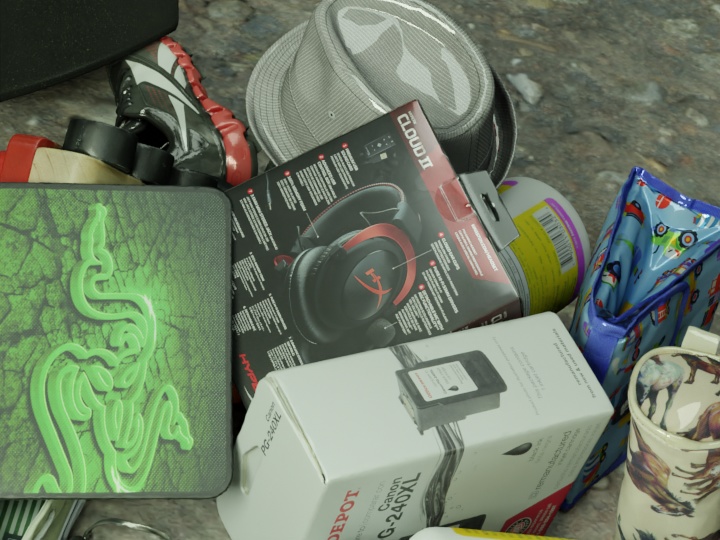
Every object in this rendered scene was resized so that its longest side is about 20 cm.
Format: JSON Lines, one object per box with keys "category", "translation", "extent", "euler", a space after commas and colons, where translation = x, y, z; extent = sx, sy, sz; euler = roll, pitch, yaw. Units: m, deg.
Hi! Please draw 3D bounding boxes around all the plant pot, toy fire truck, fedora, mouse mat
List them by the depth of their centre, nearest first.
{"category": "mouse mat", "translation": [-0.154, 0.038, 1.066], "extent": [0.159, 0.008, 0.202], "euler": [0, 65, -6]}
{"category": "toy fire truck", "translation": [-0.222, -0.028, 1.219], "extent": [0.198, 0.130, 0.176], "euler": [10, -7, 24]}
{"category": "fedora", "translation": [0.019, -0.128, 1.248], "extent": [0.176, 0.091, 0.200], "euler": [-34, 68, -23]}
{"category": "plant pot", "translation": [-0.243, -0.258, 1.405], "extent": [0.176, 0.201, 0.200], "euler": [-10, 27, -25]}

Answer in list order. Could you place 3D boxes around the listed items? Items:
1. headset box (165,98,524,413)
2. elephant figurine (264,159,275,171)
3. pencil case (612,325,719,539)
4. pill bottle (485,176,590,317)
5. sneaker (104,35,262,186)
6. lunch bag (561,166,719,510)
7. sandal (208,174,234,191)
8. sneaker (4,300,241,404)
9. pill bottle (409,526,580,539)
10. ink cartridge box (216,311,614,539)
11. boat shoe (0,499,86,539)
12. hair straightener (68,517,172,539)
{"category": "headset box", "translation": [0.000, 0.000, 1.128], "extent": [0.199, 0.075, 0.150], "euler": [-26, 70, -2]}
{"category": "elephant figurine", "translation": [-0.018, -0.090, 1.376], "extent": [0.199, 0.155, 0.142], "euler": [33, 79, 40]}
{"category": "pencil case", "translation": [0.191, 0.133, 1.083], "extent": [0.077, 0.201, 0.090], "euler": [21, 49, 23]}
{"category": "pill bottle", "translation": [0.067, 0.015, 1.263], "extent": [0.104, 0.105, 0.199], "euler": [34, 42, 26]}
{"category": "sneaker", "translation": [-0.159, -0.120, 1.395], "extent": [0.097, 0.071, 0.201], "euler": [-11, 45, -32]}
{"category": "lunch bag", "translation": [0.167, 0.051, 1.207], "extent": [0.093, 0.152, 0.200], "euler": [25, 38, 15]}
{"category": "sandal", "translation": [-0.059, -0.024, 1.266], "extent": [0.045, 0.076, 0.199], "euler": [-19, 22, -38]}
{"category": "sneaker", "translation": [-0.144, 0.062, 1.144], "extent": [0.199, 0.073, 0.077], "euler": [13, 36, -35]}
{"category": "pill bottle", "translation": [0.076, 0.202, 1.019], "extent": [0.198, 0.112, 0.112], "euler": [7, 37, -9]}
{"category": "ink cartridge box", "translation": [0.029, 0.115, 1.085], "extent": [0.198, 0.146, 0.084], "euler": [-11, 54, -28]}
{"category": "boat shoe", "translation": [-0.193, 0.121, 1.083], "extent": [0.071, 0.062, 0.201], "euler": [8, 37, -7]}
{"category": "hair straightener", "translation": [-0.112, 0.210, 1.022], "extent": [0.076, 0.041, 0.200], "euler": [-8, 38, -26]}
